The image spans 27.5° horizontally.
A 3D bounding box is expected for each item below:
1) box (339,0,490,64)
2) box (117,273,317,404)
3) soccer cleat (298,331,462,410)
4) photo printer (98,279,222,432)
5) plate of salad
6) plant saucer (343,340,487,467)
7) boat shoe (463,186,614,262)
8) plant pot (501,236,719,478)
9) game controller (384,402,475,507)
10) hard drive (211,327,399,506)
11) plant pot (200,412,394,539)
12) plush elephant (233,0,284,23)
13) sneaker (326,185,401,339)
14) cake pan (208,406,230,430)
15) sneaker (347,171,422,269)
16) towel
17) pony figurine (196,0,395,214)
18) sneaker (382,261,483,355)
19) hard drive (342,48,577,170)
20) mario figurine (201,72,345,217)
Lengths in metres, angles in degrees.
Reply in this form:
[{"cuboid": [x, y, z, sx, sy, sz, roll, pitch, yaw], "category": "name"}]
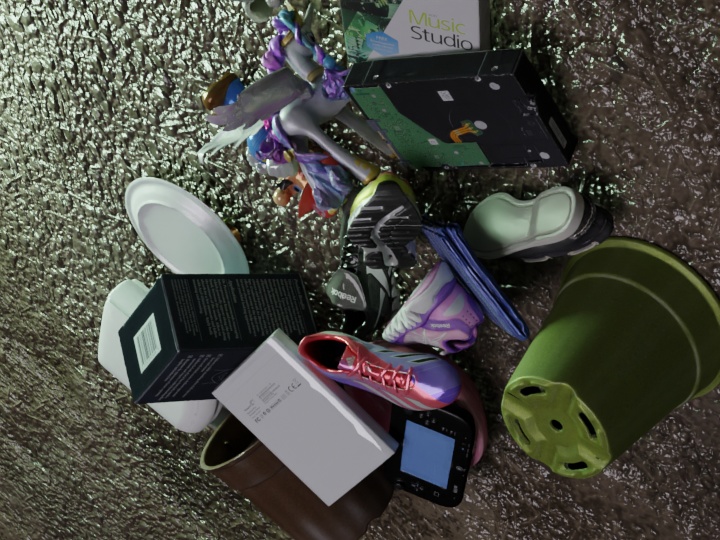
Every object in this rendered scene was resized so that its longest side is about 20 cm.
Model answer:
[{"cuboid": [0.050, -0.258, 1.385, 0.143, 0.037, 0.201, 14, 149, 15], "category": "box"}, {"cuboid": [-0.176, 0.084, 1.828, 0.148, 0.199, 0.108, -45, 53, 47], "category": "box"}, {"cuboid": [0.020, 0.112, 1.665, 0.199, 0.076, 0.067, 16, 90, 35], "category": "soccer cleat"}, {"cuboid": [-0.269, 0.126, 2.033, 0.200, 0.069, 0.167, 38, 143, 14], "category": "photo printer"}, {"cuboid": [-0.220, -0.049, 1.909, 0.199, 0.048, 0.201, 27, 148, 19], "category": "plate of salad"}, {"cuboid": [0.072, 0.156, 1.782, 0.199, 0.051, 0.201, 26, 142, 21], "category": "plant saucer"}, {"cuboid": [0.177, -0.044, 1.500, 0.060, 0.074, 0.200, 20, 162, -28], "category": "boat shoe"}, {"cuboid": [0.237, 0.100, 1.462, 0.199, 0.190, 0.201, 27, 138, 27], "category": "plant pot"}, {"cuboid": [0.082, 0.214, 1.755, 0.104, 0.042, 0.201, 28, 145, 19], "category": "game controller"}, {"cuboid": [-0.067, 0.177, 1.762, 0.200, 0.027, 0.132, 44, 124, -5], "category": "hard drive"}, {"cuboid": [-0.073, 0.256, 1.926, 0.199, 0.201, 0.200, 50, 144, -14], "category": "plant pot"}, {"cuboid": [-0.093, -0.323, 1.430, 0.199, 0.164, 0.156, 28, 100, 45], "category": "plush elephant"}, {"cuboid": [0.000, 0.000, 1.693, 0.066, 0.090, 0.201, 20, 135, 31], "category": "sneaker"}, {"cuboid": [-0.206, 0.145, 2.076, 0.199, 0.037, 0.201, 27, 139, 27], "category": "cake pan"}, {"cuboid": [0.025, -0.068, 1.563, 0.077, 0.091, 0.200, 0, 163, 0], "category": "sneaker"}, {"cuboid": [0.118, 0.003, 1.552, 0.145, 0.024, 0.200, 53, 179, -8], "category": "towel"}, {"cuboid": [-0.064, -0.162, 1.536, 0.200, 0.193, 0.166, 49, 160, -4], "category": "pony figurine"}, {"cuboid": [0.086, 0.058, 1.640, 0.088, 0.081, 0.200, 37, 164, 0], "category": "sneaker"}, {"cuboid": [0.098, -0.155, 1.448, 0.199, 0.038, 0.140, 0, 145, 37], "category": "hard drive"}, {"cuboid": [-0.104, -0.126, 1.663, 0.200, 0.123, 0.106, 43, 123, 15], "category": "mario figurine"}]
